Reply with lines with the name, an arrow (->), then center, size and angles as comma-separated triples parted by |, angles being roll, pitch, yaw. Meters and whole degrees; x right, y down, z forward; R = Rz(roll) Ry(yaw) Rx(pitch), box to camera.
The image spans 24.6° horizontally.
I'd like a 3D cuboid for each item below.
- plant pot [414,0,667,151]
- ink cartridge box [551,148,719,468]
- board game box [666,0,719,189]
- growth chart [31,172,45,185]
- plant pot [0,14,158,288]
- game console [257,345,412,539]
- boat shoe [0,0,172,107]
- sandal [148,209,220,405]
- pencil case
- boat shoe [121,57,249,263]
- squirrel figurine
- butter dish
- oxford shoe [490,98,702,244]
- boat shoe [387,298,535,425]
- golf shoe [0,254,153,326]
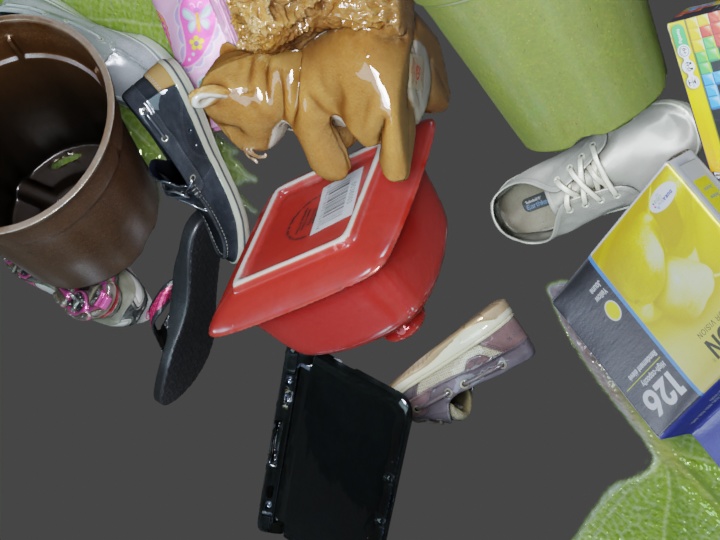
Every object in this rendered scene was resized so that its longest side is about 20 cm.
plant pot -> 0.137, -0.198, 1.230 | 0.199, 0.200, 0.191 | -16, 113, 33
ink cartridge box -> 0.261, 0.042, 1.281 | 0.200, 0.047, 0.198 | 53, 141, 17
board game box -> 0.335, -0.113, 1.218 | 0.165, 0.057, 0.201 | -12, 104, 34
growth chart -> -0.390, -0.105, 1.608 | 0.145, 0.018, 0.200 | -44, 72, 22
plant pot -> -0.275, -0.086, 1.445 | 0.199, 0.198, 0.202 | -5, 68, 11
game console -> -0.022, 0.146, 1.486 | 0.116, 0.176, 0.201 | 10, 117, -2
boat shoe -> -0.254, -0.192, 1.506 | 0.200, 0.071, 0.070 | 28, 122, 17
sandal -> -0.168, 0.029, 1.554 | 0.045, 0.075, 0.201 | 20, 111, 22
pencil case -> -0.129, -0.222, 1.415 | 0.087, 0.087, 0.201 | -14, 103, 33
boat shoe -> -0.151, -0.087, 1.443 | 0.075, 0.062, 0.201 | 39, 155, 55
squirrel figurine -> -0.045, -0.171, 1.314 | 0.185, 0.142, 0.201 | 2, 130, 20
butter dish -> 0.000, 0.000, 1.398 | 0.199, 0.201, 0.148 | -23, 121, 35
oxford shoe -> 0.185, -0.073, 1.319 | 0.199, 0.058, 0.076 | -26, 94, 33
boat shoe -> 0.072, 0.104, 1.448 | 0.200, 0.072, 0.065 | -43, 82, 29
golf shoe -> -0.277, -0.004, 1.595 | 0.200, 0.092, 0.073 | 39, 99, 35
